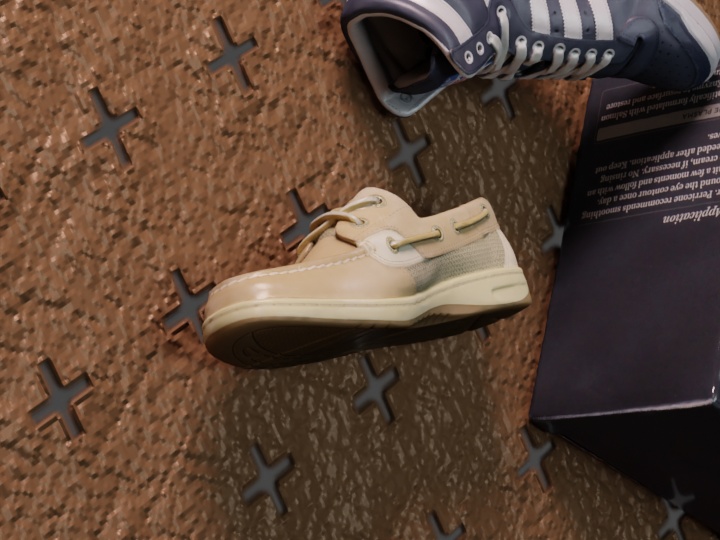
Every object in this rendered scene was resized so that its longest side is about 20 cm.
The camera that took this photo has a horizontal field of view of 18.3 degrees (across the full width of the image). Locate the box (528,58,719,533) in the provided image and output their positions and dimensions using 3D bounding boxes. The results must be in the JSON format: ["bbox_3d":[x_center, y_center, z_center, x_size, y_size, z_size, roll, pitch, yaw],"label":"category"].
[{"bbox_3d":[0.204,0.019,1.156,0.197,0.117,0.201,32,61,-39],"label":"box"}]

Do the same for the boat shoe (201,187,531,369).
[{"bbox_3d":[0.000,0.000,0.978,0.200,0.072,0.065,-7,79,-50],"label":"boat shoe"}]

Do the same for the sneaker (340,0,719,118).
[{"bbox_3d":[0.078,-0.108,1.059,0.200,0.070,0.109,27,60,-19],"label":"sneaker"}]
